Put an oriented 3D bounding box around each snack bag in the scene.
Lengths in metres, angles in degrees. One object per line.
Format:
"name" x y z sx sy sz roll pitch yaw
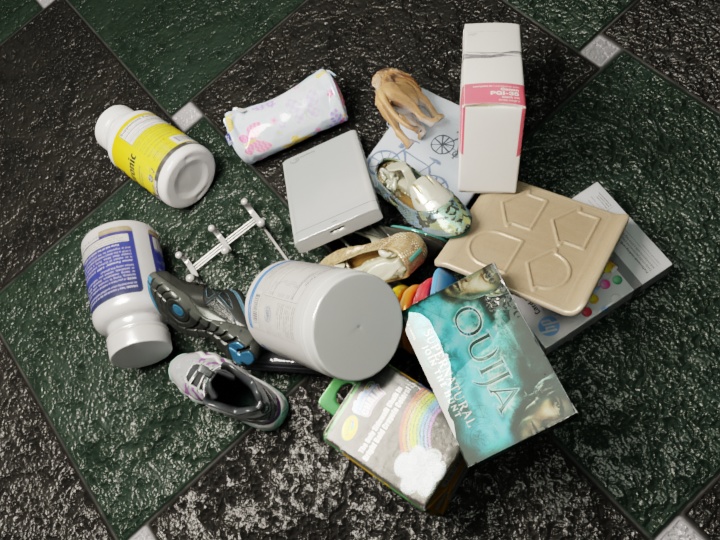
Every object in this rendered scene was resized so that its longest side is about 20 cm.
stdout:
"snack bag" 0.113 -0.179 1.081 0.188 0.021 0.201 29 76 23

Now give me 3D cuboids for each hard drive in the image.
"hard drive" -0.047 -0.124 1.057 0.131 0.027 0.201 -23 44 9

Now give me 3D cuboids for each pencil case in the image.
"pencil case" -0.120 -0.248 1.135 0.199 0.083 0.091 -23 86 4

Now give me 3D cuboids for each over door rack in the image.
"over door rack" -0.180 -0.001 1.061 0.147 0.067 0.200 -38 64 -1

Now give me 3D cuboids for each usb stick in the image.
"usb stick" -0.071 0.121 0.991 0.198 0.033 0.056 2 50 12

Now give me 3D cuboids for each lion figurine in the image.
"lion figurine" 0.058 -0.249 1.029 0.072 0.200 0.123 -42 94 14

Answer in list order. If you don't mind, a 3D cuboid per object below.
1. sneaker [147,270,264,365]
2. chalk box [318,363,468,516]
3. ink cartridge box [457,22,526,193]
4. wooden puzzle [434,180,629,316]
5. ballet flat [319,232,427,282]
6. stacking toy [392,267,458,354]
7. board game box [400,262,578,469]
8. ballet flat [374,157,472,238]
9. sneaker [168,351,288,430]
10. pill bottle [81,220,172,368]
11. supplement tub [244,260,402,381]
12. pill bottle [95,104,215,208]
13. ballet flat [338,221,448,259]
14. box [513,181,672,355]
"sneaker" -0.212 0.056 0.997 0.199 0.073 0.082 32 49 7
"chalk box" 0.042 0.199 0.890 0.199 0.124 0.125 31 79 25
"ink cartridge box" 0.178 -0.227 0.967 0.082 0.147 0.201 2 49 8
"wooden puzzle" 0.222 -0.031 0.912 0.199 0.046 0.186 20 54 27
"ballet flat" 0.000 0.000 0.972 0.199 0.071 0.065 -24 18 36
"stacking toy" 0.040 0.063 0.967 0.199 0.116 0.111 1 67 28
"board game box" 0.142 0.106 0.810 0.135 0.028 0.201 -29 64 7
"ballet flat" 0.077 -0.107 0.963 0.074 0.074 0.200 -46 39 -6
"sneaker" -0.202 0.149 0.963 0.199 0.140 0.078 17 74 20
"pill bottle" -0.348 0.037 1.061 0.119 0.120 0.201 -22 64 5
"supplement tub" -0.053 0.058 0.888 0.199 0.132 0.133 9 66 57
"pill bottle" -0.344 -0.196 1.160 0.199 0.111 0.112 34 80 25
"ballet flat" 0.035 -0.040 1.025 0.199 0.068 0.069 22 85 32
"box" 0.287 -0.005 0.952 0.199 0.041 0.156 -33 63 1
